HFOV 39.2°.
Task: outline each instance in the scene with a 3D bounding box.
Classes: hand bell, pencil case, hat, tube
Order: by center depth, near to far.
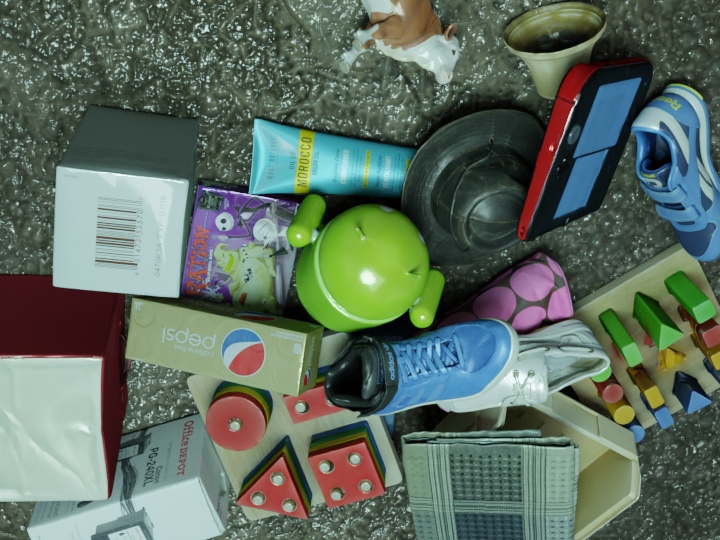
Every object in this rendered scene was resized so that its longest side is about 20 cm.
[{"bbox_3d":[0.142,-0.072,1.053,0.199,0.081,0.203,-16,124,-24],"label":"hat"},{"bbox_3d":[0.215,-0.165,1.063,0.103,0.105,0.202,-17,127,1],"label":"hand bell"},{"bbox_3d":[-0.017,-0.111,1.071,0.197,0.050,0.079,5,95,-6],"label":"tube"},{"bbox_3d":[0.148,0.068,1.128,0.199,0.091,0.094,-33,102,-6],"label":"pencil case"}]

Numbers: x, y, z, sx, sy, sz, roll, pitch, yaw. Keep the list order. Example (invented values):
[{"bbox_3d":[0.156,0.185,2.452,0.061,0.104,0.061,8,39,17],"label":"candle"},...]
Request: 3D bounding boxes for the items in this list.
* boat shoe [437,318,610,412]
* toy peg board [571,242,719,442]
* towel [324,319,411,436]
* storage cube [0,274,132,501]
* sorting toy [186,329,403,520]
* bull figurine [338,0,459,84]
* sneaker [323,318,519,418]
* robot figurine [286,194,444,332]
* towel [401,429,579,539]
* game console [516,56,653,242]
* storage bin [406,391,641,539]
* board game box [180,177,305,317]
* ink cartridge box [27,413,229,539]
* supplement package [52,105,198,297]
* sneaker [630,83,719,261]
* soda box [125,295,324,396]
[{"bbox_3d":[0.176,0.109,1.073,0.198,0.069,0.071,-19,127,-18],"label":"boat shoe"},{"bbox_3d":[0.347,0.110,1.184,0.199,0.098,0.200,-30,114,7],"label":"toy peg board"},{"bbox_3d":[-0.008,0.145,1.182,0.110,0.049,0.202,8,114,-10],"label":"towel"},{"bbox_3d":[-0.343,0.120,1.058,0.197,0.180,0.173,1,114,-8],"label":"storage cube"},{"bbox_3d":[-0.075,0.189,1.136,0.196,0.070,0.202,-16,110,11],"label":"sorting toy"},{"bbox_3d":[0.024,-0.264,0.984,0.121,0.065,0.202,-34,110,-28],"label":"bull figurine"},{"bbox_3d":[0.053,0.096,1.005,0.198,0.078,0.111,-20,161,31],"label":"sneaker"},{"bbox_3d":[0.000,0.000,1.032,0.175,0.200,0.116,34,73,-8],"label":"robot figurine"},{"bbox_3d":[0.147,0.245,1.129,0.190,0.035,0.202,0,131,10],"label":"towel"},{"bbox_3d":[0.230,-0.125,1.022,0.031,0.199,0.179,25,115,28],"label":"game console"},{"bbox_3d":[0.192,0.235,1.190,0.199,0.094,0.199,28,128,-16],"label":"storage bin"},{"bbox_3d":[-0.136,0.006,1.116,0.118,0.032,0.202,10,113,-7],"label":"board game box"},{"bbox_3d":[-0.256,0.253,1.146,0.198,0.146,0.084,-17,113,1],"label":"ink cartridge box"},{"bbox_3d":[-0.221,-0.072,0.974,0.116,0.200,0.118,5,114,-9],"label":"supplement package"},{"bbox_3d":[0.340,-0.094,1.093,0.082,0.074,0.202,-31,110,-27],"label":"sneaker"},{"bbox_3d":[-0.143,0.075,1.062,0.197,0.064,0.069,11,98,14],"label":"soda box"}]
